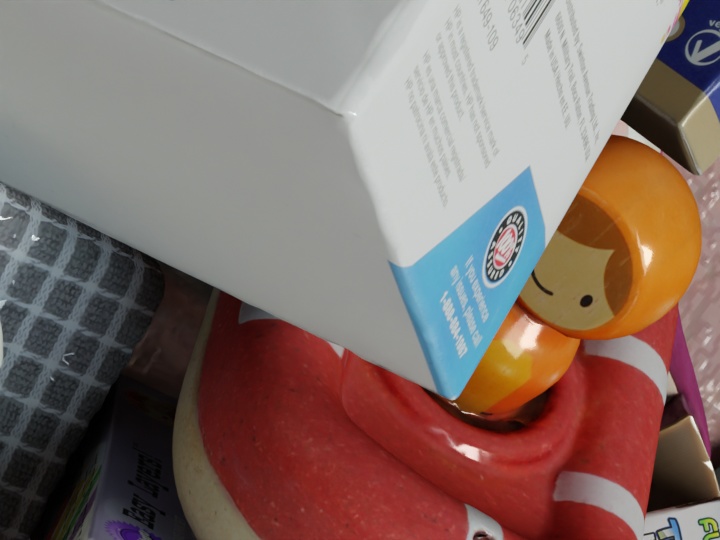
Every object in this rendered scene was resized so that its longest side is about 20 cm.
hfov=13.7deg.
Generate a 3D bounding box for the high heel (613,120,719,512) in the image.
[{"bbox_3d":[0.065,-0.010,0.961,0.067,0.096,0.201,-15,101,-4],"label":"high heel"}]

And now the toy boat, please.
[{"bbox_3d":[0.038,0.013,0.776,0.130,0.200,0.131,30,134,-17],"label":"toy boat"}]

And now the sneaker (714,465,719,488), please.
[{"bbox_3d":[0.161,0.144,1.073,0.086,0.080,0.201,-25,124,-46],"label":"sneaker"}]

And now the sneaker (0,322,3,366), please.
[{"bbox_3d":[-0.141,0.041,0.736,0.087,0.075,0.201,0,114,-26],"label":"sneaker"}]

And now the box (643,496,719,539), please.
[{"bbox_3d":[0.080,0.106,0.919,0.110,0.200,0.035,-12,77,3],"label":"box"}]

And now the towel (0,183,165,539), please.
[{"bbox_3d":[-0.162,0.038,0.816,0.165,0.086,0.200,26,98,-37],"label":"towel"}]

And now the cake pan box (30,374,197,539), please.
[{"bbox_3d":[-0.094,0.136,0.833,0.052,0.200,0.185,27,100,-7],"label":"cake pan box"}]

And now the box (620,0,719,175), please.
[{"bbox_3d":[0.125,-0.131,0.876,0.200,0.121,0.032,-43,143,-10],"label":"box"}]

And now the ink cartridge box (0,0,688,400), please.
[{"bbox_3d":[0.000,-0.107,0.700,0.200,0.146,0.147,-58,158,-18],"label":"ink cartridge box"}]
